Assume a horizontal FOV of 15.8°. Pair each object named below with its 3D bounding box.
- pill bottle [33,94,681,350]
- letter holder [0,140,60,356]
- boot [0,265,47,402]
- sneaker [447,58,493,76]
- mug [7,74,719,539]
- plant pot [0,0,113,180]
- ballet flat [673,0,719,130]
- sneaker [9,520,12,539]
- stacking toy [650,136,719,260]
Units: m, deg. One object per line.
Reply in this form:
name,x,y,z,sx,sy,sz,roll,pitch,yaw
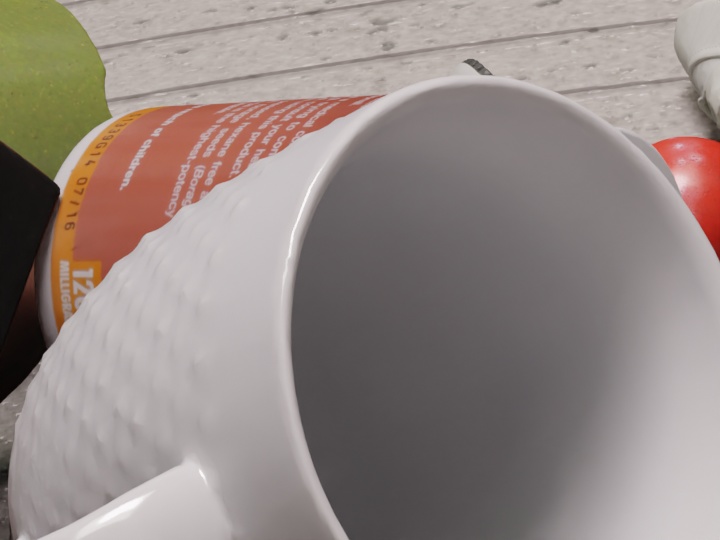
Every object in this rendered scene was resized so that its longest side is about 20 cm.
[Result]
pill bottle,0.000,0.000,0.829,0.199,0.113,0.112,0,28,39
letter holder,-0.202,0.043,0.817,0.142,0.100,0.201,-10,54,42
boot,-0.152,0.084,0.872,0.188,0.069,0.200,-31,33,-12
sneaker,0.038,-0.021,1.027,0.093,0.070,0.200,-37,21,-1
mug,-0.028,0.055,0.650,0.199,0.148,0.175,-24,0,-40
plant pot,-0.201,-0.037,1.041,0.189,0.201,0.200,-12,26,-32
ballet flat,0.186,-0.074,1.079,0.069,0.070,0.200,-26,21,-28
sneaker,-0.080,0.040,0.942,0.073,0.082,0.200,0,31,19
stacking toy,0.175,-0.001,0.855,0.199,0.086,0.086,15,27,-11
